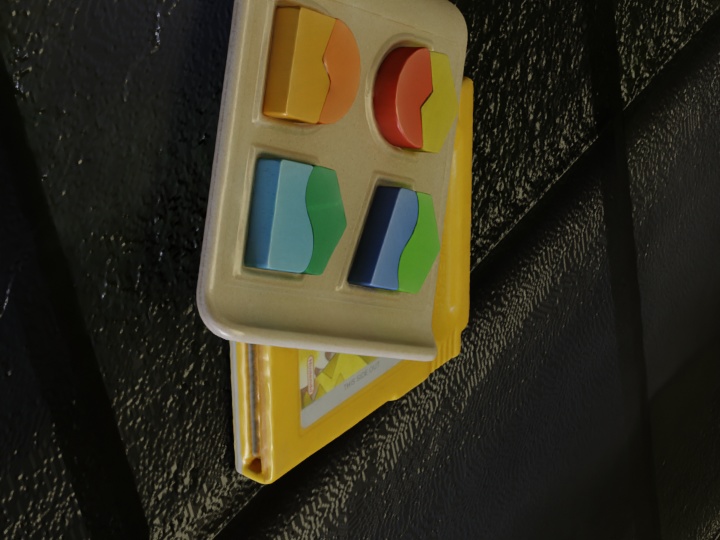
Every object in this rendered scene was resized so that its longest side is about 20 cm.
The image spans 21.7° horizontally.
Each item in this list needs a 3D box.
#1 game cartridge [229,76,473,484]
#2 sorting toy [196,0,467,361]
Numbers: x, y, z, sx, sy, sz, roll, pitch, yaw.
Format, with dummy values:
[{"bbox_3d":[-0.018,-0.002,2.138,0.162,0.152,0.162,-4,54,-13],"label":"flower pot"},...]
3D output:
[{"bbox_3d":[0.000,0.000,1.045,0.200,0.032,0.178,-29,127,-46],"label":"game cartridge"},{"bbox_3d":[-0.004,-0.059,0.957,0.185,0.036,0.202,9,83,-52],"label":"sorting toy"}]
